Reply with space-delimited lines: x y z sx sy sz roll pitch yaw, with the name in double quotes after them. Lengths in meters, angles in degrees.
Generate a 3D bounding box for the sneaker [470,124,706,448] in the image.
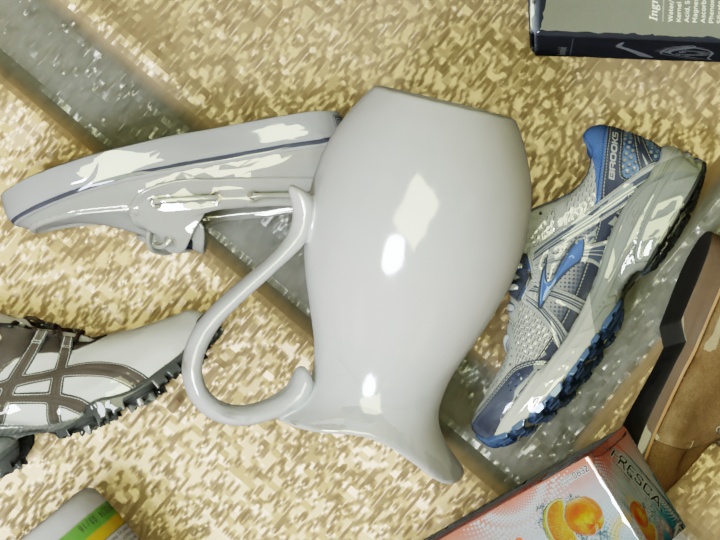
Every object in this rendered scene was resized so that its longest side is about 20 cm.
0.111 0.006 1.640 0.085 0.077 0.200 32 84 12 "sneaker"

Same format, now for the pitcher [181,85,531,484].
0.000 0.000 1.584 0.171 0.121 0.201 12 95 -21 "pitcher"

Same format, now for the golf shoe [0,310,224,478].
-0.178 0.054 1.645 0.199 0.078 0.095 -25 89 2 "golf shoe"

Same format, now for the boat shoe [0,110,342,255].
-0.102 -0.040 1.647 0.199 0.072 0.066 -11 85 -5 "boat shoe"

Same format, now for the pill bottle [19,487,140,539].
-0.127 0.230 1.625 0.111 0.111 0.200 -41 88 2 "pill bottle"

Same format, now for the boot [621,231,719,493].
0.189 0.085 1.634 0.075 0.074 0.201 24 89 -7 "boot"

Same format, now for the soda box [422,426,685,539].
0.077 0.164 1.602 0.200 0.064 0.069 -32 88 28 "soda box"

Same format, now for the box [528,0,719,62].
0.191 -0.170 1.590 0.199 0.148 0.105 3 90 2 "box"
